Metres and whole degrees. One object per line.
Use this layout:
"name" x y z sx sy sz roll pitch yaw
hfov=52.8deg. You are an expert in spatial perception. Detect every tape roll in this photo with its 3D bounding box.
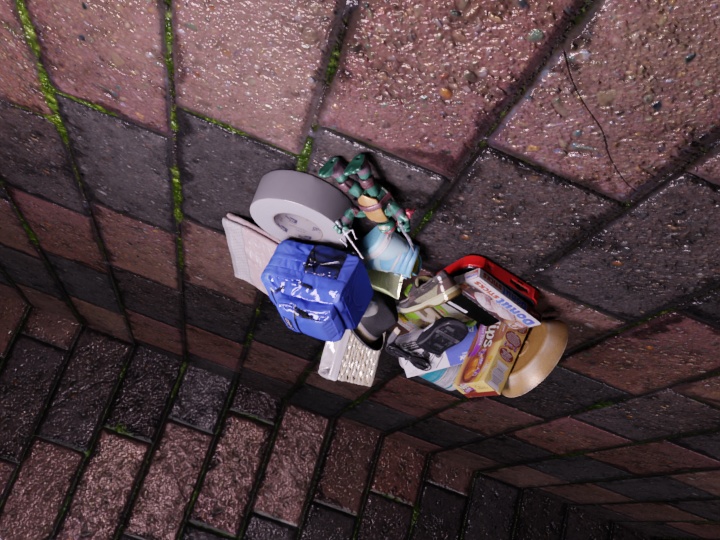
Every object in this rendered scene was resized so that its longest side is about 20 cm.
"tape roll" -0.112 -0.112 1.408 0.196 0.067 0.201 16 158 6

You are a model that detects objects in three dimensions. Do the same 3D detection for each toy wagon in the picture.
"toy wagon" 0.164 0.079 1.630 0.198 0.040 0.155 -14 136 42

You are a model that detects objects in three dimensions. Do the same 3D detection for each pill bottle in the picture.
"pill bottle" 0.203 0.232 1.837 0.198 0.113 0.110 28 157 -19

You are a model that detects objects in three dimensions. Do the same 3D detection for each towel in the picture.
"towel" -0.223 -0.018 1.630 0.189 0.032 0.202 28 144 23

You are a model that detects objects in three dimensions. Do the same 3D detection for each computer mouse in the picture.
"computer mouse" 0.144 0.143 1.636 0.139 0.047 0.200 25 135 -15

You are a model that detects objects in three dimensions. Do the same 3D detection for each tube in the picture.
"tube" 0.000 0.000 1.587 0.196 0.052 0.059 15 143 14

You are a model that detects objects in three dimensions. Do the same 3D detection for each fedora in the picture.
"fedora" 0.024 0.076 1.646 0.091 0.203 0.200 -28 137 20

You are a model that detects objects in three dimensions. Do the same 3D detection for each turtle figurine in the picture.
"turtle figurine" 0.016 -0.109 1.265 0.147 0.102 0.201 -14 128 30

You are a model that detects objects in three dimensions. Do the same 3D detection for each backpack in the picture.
"backpack" -0.100 0.033 1.427 0.197 0.169 0.164 18 149 23

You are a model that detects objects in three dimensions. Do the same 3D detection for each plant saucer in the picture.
"plant saucer" 0.354 0.175 1.539 0.035 0.202 0.200 39 154 -11

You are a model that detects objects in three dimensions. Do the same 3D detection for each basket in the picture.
"basket" -0.016 0.185 1.833 0.121 0.204 0.135 16 174 -13

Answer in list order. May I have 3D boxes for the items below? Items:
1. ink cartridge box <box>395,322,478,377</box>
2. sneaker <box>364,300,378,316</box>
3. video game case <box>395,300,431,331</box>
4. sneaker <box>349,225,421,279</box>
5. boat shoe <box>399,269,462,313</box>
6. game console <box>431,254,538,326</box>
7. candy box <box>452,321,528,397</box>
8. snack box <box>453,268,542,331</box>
"ink cartridge box" 0.189 0.180 1.714 0.196 0.044 0.096 -16 109 13
"sneaker" -0.054 0.047 1.541 0.196 0.108 0.075 -1 175 26
"video game case" 0.167 0.127 1.800 0.180 0.023 0.199 -4 149 44
"sneaker" 0.049 -0.016 1.485 0.129 0.081 0.199 27 158 -16
"boat shoe" 0.134 0.040 1.458 0.199 0.072 0.066 -25 89 59
"game console" 0.248 0.044 1.495 0.198 0.032 0.176 29 148 -23
"candy box" 0.287 0.173 1.564 0.056 0.202 0.116 36 155 -16
"snack box" 0.276 0.061 1.454 0.199 0.025 0.071 34 144 -29
